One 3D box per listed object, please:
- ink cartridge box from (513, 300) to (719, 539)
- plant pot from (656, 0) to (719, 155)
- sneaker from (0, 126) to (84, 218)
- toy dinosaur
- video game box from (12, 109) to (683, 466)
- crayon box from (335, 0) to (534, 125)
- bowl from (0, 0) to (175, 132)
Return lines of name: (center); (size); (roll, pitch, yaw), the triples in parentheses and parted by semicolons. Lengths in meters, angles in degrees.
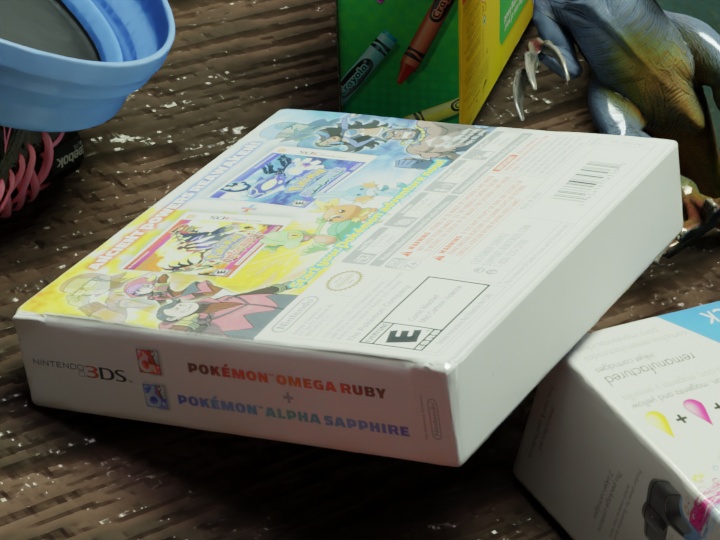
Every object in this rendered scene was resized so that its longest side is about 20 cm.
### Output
ink cartridge box: (0.162, 0.099, 1.012); (0.115, 0.068, 0.200); (-13, 44, -34)
plant pot: (0.207, -0.147, 1.277); (0.199, 0.197, 0.197); (6, 35, -2)
sneaker: (-0.150, -0.048, 1.097); (0.095, 0.079, 0.201); (15, 34, -21)
toy dinosaur: (0.094, -0.092, 1.161); (0.105, 0.200, 0.182); (-37, 77, -9)
video game box: (0.000, 0.000, 1.050); (0.181, 0.047, 0.200); (9, 29, 28)
crayon box: (0.044, -0.157, 1.266); (0.058, 0.119, 0.200); (7, 32, 15)
bowl: (-0.169, -0.123, 1.093); (0.200, 0.039, 0.201); (27, 22, -12)
